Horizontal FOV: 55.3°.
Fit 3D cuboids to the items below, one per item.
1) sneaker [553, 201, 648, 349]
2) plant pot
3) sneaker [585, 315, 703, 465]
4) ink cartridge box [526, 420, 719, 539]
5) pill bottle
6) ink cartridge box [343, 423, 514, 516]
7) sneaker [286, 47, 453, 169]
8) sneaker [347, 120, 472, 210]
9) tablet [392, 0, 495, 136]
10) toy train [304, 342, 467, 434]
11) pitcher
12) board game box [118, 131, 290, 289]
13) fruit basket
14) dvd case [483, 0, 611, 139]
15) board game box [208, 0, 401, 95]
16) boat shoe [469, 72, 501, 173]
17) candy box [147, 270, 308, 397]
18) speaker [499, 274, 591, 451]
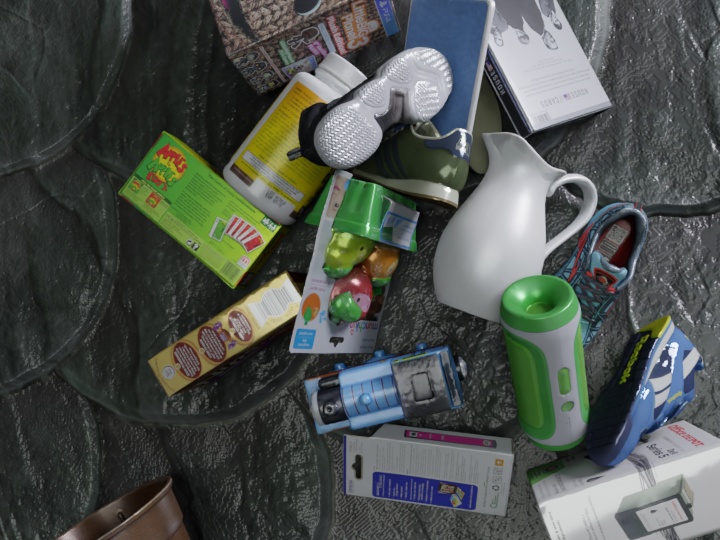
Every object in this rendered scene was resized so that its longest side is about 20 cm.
[{"bbox_3d":[0.265,0.008,0.790,0.079,0.096,0.200,25,92,9],"label":"sneaker"},{"bbox_3d":[-0.271,0.389,0.823,0.200,0.200,0.198,-28,92,7],"label":"plant pot"},{"bbox_3d":[0.320,0.142,0.759,0.082,0.074,0.200,43,64,-3],"label":"sneaker"},{"bbox_3d":[0.295,0.243,0.754,0.200,0.145,0.084,-21,84,7],"label":"ink cartridge box"},{"bbox_3d":[-0.069,-0.162,0.839,0.109,0.109,0.200,39,95,8],"label":"pill bottle"},{"bbox_3d":[0.079,0.237,0.826,0.200,0.037,0.095,4,116,7],"label":"ink cartridge box"},{"bbox_3d":[0.005,-0.176,0.746,0.200,0.114,0.076,-40,115,-27],"label":"sneaker"},{"bbox_3d":[0.060,-0.132,0.792,0.067,0.200,0.090,16,96,-33],"label":"sneaker"},{"bbox_3d":[0.089,-0.211,0.792,0.130,0.014,0.200,30,119,46],"label":"tablet"},{"bbox_3d":[0.028,0.140,0.813,0.200,0.114,0.087,-14,86,8],"label":"toy train"},{"bbox_3d":[0.182,-0.038,0.801,0.171,0.121,0.200,19,92,-18],"label":"pitcher"},{"bbox_3d":[-0.201,-0.077,0.888,0.200,0.048,0.102,39,94,8],"label":"board game box"},{"bbox_3d":[0.000,0.000,0.789,0.094,0.185,0.200,8,87,31],"label":"fruit basket"},{"bbox_3d":[0.197,-0.259,0.800,0.150,0.025,0.200,-22,84,-32],"label":"dvd case"},{"bbox_3d":[-0.076,-0.338,0.836,0.200,0.097,0.160,-23,73,7],"label":"board game box"},{"bbox_3d":[0.117,-0.213,0.838,0.074,0.063,0.202,-21,96,-32],"label":"boat shoe"},{"bbox_3d":[-0.144,0.075,0.841,0.200,0.117,0.057,-34,83,6],"label":"candy box"},{"bbox_3d":[0.205,0.105,0.756,0.088,0.088,0.200,-12,123,8],"label":"speaker"}]
